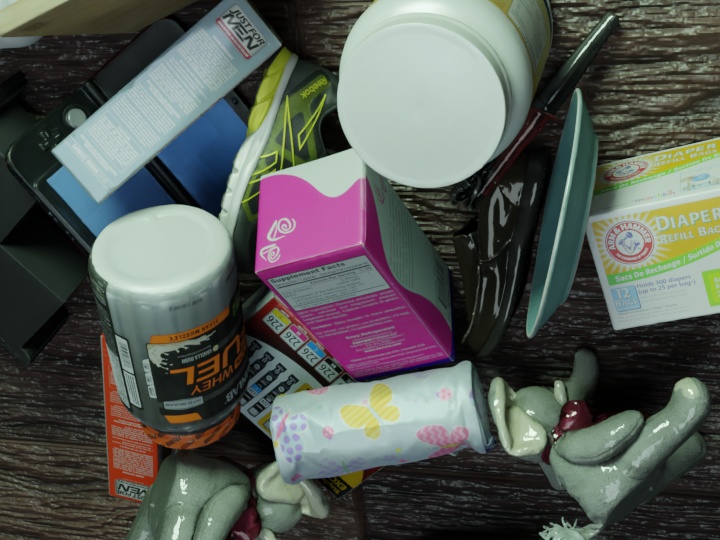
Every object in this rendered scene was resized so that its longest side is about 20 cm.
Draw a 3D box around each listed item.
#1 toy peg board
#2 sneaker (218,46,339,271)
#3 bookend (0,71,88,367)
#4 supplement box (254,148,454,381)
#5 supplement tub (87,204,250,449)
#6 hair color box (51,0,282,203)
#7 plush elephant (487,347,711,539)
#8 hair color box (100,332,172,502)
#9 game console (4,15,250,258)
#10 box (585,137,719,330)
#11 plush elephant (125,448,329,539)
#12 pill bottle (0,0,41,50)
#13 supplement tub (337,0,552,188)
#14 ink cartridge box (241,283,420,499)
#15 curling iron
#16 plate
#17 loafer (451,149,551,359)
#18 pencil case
[{"bbox_3d":[-0.168,-0.267,0.922,0.199,0.199,0.098,-20,94,23],"label":"toy peg board"},{"bbox_3d":[-0.068,-0.089,1.033,0.084,0.075,0.201,17,103,-4],"label":"sneaker"},{"bbox_3d":[-0.330,-0.047,1.149,0.199,0.092,0.200,43,121,-10],"label":"bookend"},{"bbox_3d":[0.000,0.000,1.018,0.103,0.102,0.200,-13,143,19],"label":"supplement box"},{"bbox_3d":[-0.161,0.054,1.029,0.122,0.123,0.201,8,132,12],"label":"supplement tub"},{"bbox_3d":[-0.158,-0.149,0.993,0.200,0.099,0.061,-39,102,5],"label":"hair color box"},{"bbox_3d":[0.202,0.148,1.078,0.200,0.165,0.155,-42,62,0],"label":"plush elephant"},{"bbox_3d":[-0.215,0.129,1.209,0.061,0.102,0.201,11,122,10],"label":"hair color box"},{"bbox_3d":[-0.185,-0.092,1.070,0.200,0.173,0.118,50,147,-13],"label":"game console"},{"bbox_3d":[0.291,-0.038,0.959,0.199,0.102,0.113,-12,115,23],"label":"box"},{"bbox_3d":[-0.126,0.238,1.150,0.154,0.201,0.164,21,168,-22],"label":"plush elephant"},{"bbox_3d":[-0.331,-0.249,1.019,0.198,0.120,0.120,-2,118,18],"label":"pill bottle"},{"bbox_3d":[0.066,-0.159,0.900,0.143,0.200,0.145,8,121,13],"label":"supplement tub"},{"bbox_3d":[-0.055,0.119,1.164,0.200,0.084,0.175,43,122,-10],"label":"ink cartridge box"},{"bbox_3d":[0.143,-0.126,0.961,0.026,0.050,0.200,43,98,11],"label":"curling iron"},{"bbox_3d":[0.163,-0.043,0.938,0.025,0.201,0.201,11,122,5],"label":"plate"},{"bbox_3d":[0.116,-0.018,1.049,0.071,0.073,0.201,16,113,12],"label":"loafer"},{"bbox_3d":[0.018,0.137,1.058,0.198,0.084,0.091,-10,156,8],"label":"pencil case"}]
